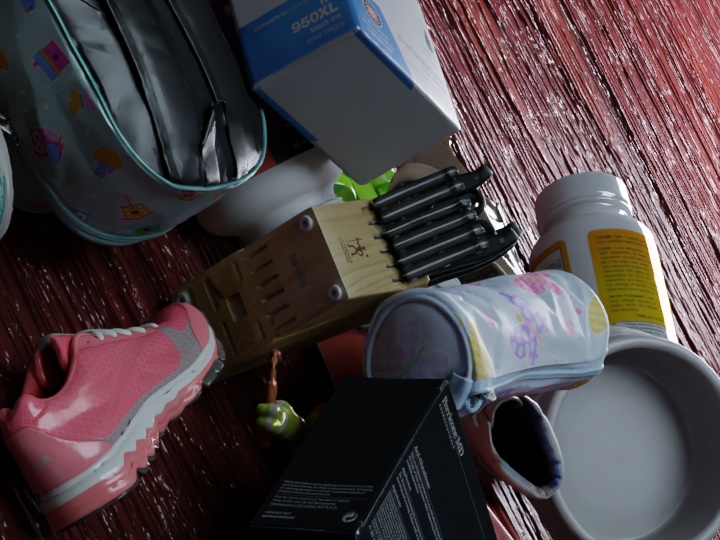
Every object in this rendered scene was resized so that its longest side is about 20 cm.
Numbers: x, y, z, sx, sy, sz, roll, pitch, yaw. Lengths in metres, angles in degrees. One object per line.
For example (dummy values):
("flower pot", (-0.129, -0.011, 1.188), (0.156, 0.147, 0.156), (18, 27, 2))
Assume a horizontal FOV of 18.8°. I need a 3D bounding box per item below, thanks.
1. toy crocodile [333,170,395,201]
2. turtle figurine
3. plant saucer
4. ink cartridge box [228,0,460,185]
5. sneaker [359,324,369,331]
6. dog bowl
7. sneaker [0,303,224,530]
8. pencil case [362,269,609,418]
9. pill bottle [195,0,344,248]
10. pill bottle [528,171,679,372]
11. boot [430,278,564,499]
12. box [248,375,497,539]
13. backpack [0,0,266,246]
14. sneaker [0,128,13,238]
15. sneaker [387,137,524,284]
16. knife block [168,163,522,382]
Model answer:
("toy crocodile", (-0.012, -0.047, 1.596), (0.199, 0.062, 0.068), (30, 26, -40))
("turtle figurine", (-0.022, 0.150, 1.374), (0.200, 0.064, 0.162), (67, 25, -58))
("plant saucer", (0.048, 0.131, 1.467), (0.200, 0.037, 0.200), (52, 2, -16))
("ink cartridge box", (-0.023, -0.180, 1.421), (0.145, 0.084, 0.201), (39, 29, -52))
("sneaker", (0.038, 0.048, 1.574), (0.200, 0.073, 0.087), (48, 33, -25))
("dog bowl", (0.207, 0.140, 1.680), (0.199, 0.059, 0.202), (3, 83, -22))
("sneaker", (-0.144, 0.060, 1.253), (0.087, 0.074, 0.200), (52, 30, -14))
("pencil case", (0.085, 0.047, 1.401), (0.200, 0.090, 0.084), (-9, 116, -58))
("pill bottle", (-0.083, -0.103, 1.465), (0.201, 0.112, 0.112), (62, 29, 2))
("pill bottle", (0.201, 0.022, 1.820), (0.111, 0.111, 0.201), (30, 42, -44))
("boot", (0.078, 0.070, 1.507), (0.200, 0.073, 0.095), (55, -11, -24))
("box", (0.021, 0.185, 1.305), (0.141, 0.078, 0.201), (-53, 135, -45))
("backpack", (-0.156, -0.113, 1.312), (0.201, 0.153, 0.176), (55, 28, 5))
("sneaker", (-0.265, -0.098, 1.219), (0.080, 0.071, 0.201), (-9, 68, -55))
("sneaker", (0.093, -0.010, 1.565), (0.201, 0.070, 0.076), (59, 37, -24))
("knife block", (0.000, 0.000, 1.404), (0.175, 0.199, 0.064), (-8, 71, -53))
